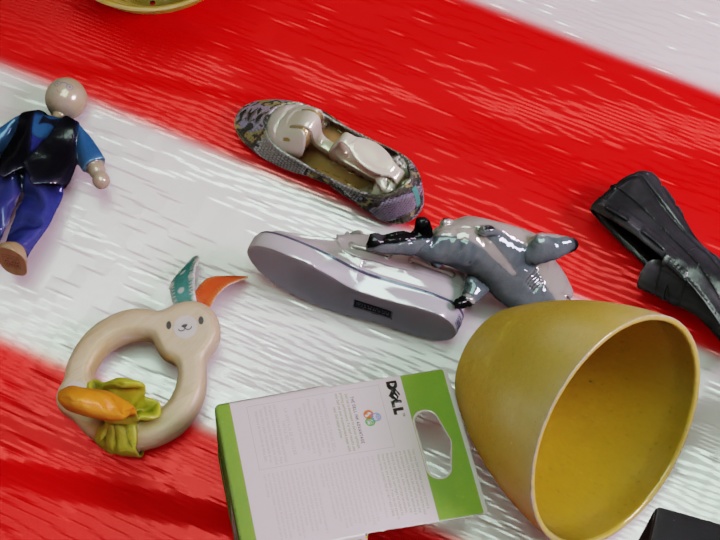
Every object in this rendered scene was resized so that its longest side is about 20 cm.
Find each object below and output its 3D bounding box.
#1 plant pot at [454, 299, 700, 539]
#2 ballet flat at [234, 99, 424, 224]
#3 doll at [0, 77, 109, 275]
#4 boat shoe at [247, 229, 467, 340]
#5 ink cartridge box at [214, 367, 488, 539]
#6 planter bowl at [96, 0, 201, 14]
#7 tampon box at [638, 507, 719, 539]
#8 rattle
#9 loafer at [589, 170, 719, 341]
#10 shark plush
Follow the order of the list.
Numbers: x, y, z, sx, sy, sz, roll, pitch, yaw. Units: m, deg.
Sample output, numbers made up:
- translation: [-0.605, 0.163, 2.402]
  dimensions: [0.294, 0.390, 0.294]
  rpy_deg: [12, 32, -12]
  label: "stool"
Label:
- translation: [0.161, 0.104, 1.350]
  dimensions: [0.200, 0.201, 0.142]
  rpy_deg: [-44, 44, -18]
  label: "plant pot"
- translation: [-0.028, -0.114, 1.501]
  dimensions: [0.199, 0.072, 0.072]
  rpy_deg: [29, 68, 13]
  label: "ballet flat"
- translation: [-0.294, -0.091, 1.500]
  dimensions: [0.135, 0.049, 0.201]
  rpy_deg: [8, 59, 14]
  label: "doll"
- translation: [0.000, 0.000, 1.453]
  dimensions: [0.198, 0.074, 0.066]
  rpy_deg: [22, 62, -1]
  label: "boat shoe"
- translation: [-0.010, 0.173, 1.351]
  dimensions: [0.198, 0.076, 0.149]
  rpy_deg: [-9, 54, -9]
  label: "ink cartridge box"
- translation: [-0.196, -0.311, 1.583]
  dimensions: [0.198, 0.084, 0.202]
  rpy_deg: [0, 64, 0]
  label: "planter bowl"
- translation: [0.298, 0.288, 1.268]
  dimensions: [0.198, 0.150, 0.127]
  rpy_deg: [15, 65, 7]
  label: "tampon box"
- translation: [-0.178, 0.049, 1.391]
  dimensions: [0.130, 0.143, 0.200]
  rpy_deg: [33, 74, 34]
  label: "rattle"
- translation: [0.277, 0.002, 1.450]
  dimensions: [0.070, 0.068, 0.201]
  rpy_deg: [-30, 63, -5]
  label: "loafer"
- translation: [0.104, -0.002, 1.413]
  dimensions: [0.199, 0.091, 0.084]
  rpy_deg: [14, 87, -34]
  label: "shark plush"
